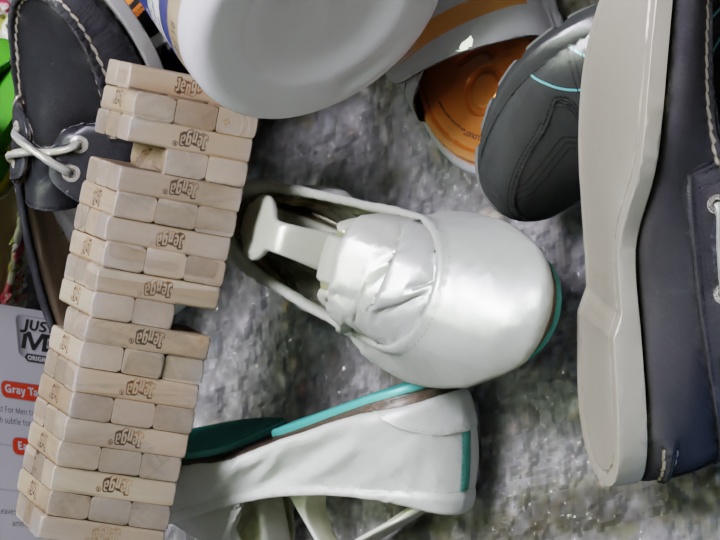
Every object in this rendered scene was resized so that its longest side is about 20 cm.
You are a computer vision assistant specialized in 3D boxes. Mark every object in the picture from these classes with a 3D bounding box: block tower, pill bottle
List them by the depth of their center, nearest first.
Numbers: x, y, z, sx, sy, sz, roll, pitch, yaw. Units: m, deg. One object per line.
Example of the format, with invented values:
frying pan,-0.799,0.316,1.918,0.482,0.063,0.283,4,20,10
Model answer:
pill bottle,-0.059,-0.162,1.003,0.111,0.111,0.200,-54,50,23
block tower,-0.092,0.019,1.032,0.054,0.058,0.201,-161,81,-69

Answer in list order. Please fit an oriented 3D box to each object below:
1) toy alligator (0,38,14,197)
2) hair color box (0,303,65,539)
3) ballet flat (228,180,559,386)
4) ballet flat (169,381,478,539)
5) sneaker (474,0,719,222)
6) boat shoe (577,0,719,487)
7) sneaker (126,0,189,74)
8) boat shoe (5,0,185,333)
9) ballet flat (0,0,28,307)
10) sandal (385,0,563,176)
toy alligator,-0.178,-0.063,1.127,0.054,0.059,0.201,23,79,9
hair color box,-0.150,0.121,1.142,0.061,0.101,0.201,-20,68,40
ballet flat,0.000,0.000,1.002,0.200,0.069,0.070,20,97,60
ballet flat,-0.031,0.090,1.065,0.199,0.069,0.070,-14,72,41
sneaker,0.121,-0.070,0.935,0.200,0.075,0.080,-40,59,32
boat shoe,0.114,-0.021,0.906,0.073,0.062,0.201,-123,32,-69
sneaker,-0.079,-0.116,1.126,0.200,0.070,0.091,-29,59,52
boat shoe,-0.121,-0.043,1.095,0.074,0.060,0.201,27,142,28
ballet flat,-0.179,-0.027,1.193,0.064,0.075,0.201,-87,3,-65
sandal,0.023,-0.131,1.051,0.079,0.059,0.208,-36,59,34
